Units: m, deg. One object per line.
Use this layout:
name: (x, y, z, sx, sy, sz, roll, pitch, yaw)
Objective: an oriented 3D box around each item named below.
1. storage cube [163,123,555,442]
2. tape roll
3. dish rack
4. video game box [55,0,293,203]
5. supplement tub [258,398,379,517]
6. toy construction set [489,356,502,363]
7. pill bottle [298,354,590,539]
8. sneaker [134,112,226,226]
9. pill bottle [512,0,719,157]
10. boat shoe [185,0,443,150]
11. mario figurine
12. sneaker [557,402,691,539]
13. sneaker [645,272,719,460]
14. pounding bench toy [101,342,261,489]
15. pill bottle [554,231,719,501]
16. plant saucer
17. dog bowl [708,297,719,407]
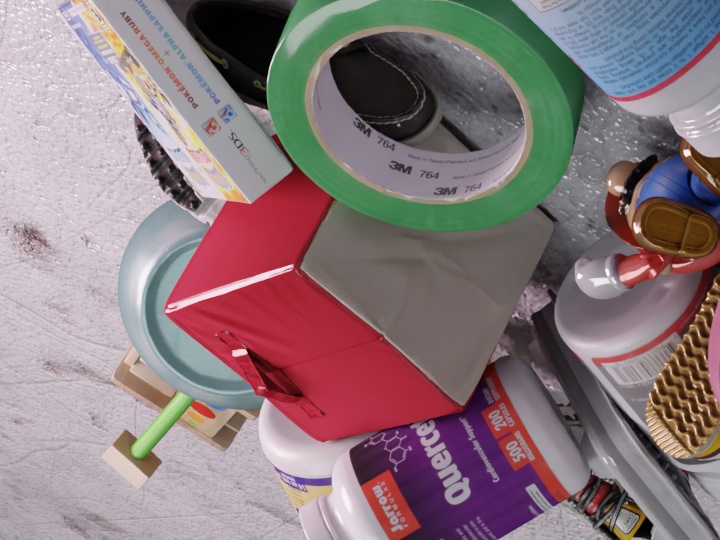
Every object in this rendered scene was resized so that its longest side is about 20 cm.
storage cube: (0.000, 0.000, 1.605, 0.171, 0.200, 0.180, 41, 149, -21)
tape roll: (0.042, -0.113, 1.422, 0.200, 0.048, 0.201, 10, 136, 10)
dish rack: (0.191, 0.121, 1.658, 0.172, 0.043, 0.200, 48, -169, -37)
video game box: (-0.136, -0.131, 1.571, 0.182, 0.047, 0.200, 50, 172, -11)
supplement tub: (0.018, 0.168, 1.766, 0.145, 0.145, 0.200, 10, 137, 41)
toy construction set: (0.088, 0.092, 1.826, 0.200, 0.092, 0.131, 41, -179, -3)
pill bottle: (0.059, 0.155, 1.613, 0.113, 0.200, 0.112, 57, -174, -9)
sneaker: (-0.100, -0.066, 1.745, 0.200, 0.066, 0.090, 48, -161, 7)
pill bottle: (0.151, -0.156, 1.214, 0.200, 0.109, 0.109, 42, 155, -21)
boat shoe: (-0.036, -0.137, 1.525, 0.201, 0.072, 0.061, 20, 159, 30)
mario figurine: (0.182, -0.047, 1.375, 0.200, 0.123, 0.106, 69, -179, -86)
sneaker: (0.196, 0.168, 1.772, 0.199, 0.082, 0.078, 20, 120, -28)
sneaker: (0.267, 0.039, 1.445, 0.090, 0.200, 0.075, 6, -143, -49)
pounding bench toy: (-0.142, 0.090, 1.944, 0.124, 0.200, 0.156, 33, 157, -5)
pill bottle: (0.232, 0.068, 1.555, 0.114, 0.114, 0.200, 4, 145, 47)
plant saucer: (-0.108, 0.031, 1.830, 0.199, 0.036, 0.201, 3, 112, 8)
dog bowl: (0.294, 0.039, 1.339, 0.074, 0.200, 0.200, 35, 167, 49)
